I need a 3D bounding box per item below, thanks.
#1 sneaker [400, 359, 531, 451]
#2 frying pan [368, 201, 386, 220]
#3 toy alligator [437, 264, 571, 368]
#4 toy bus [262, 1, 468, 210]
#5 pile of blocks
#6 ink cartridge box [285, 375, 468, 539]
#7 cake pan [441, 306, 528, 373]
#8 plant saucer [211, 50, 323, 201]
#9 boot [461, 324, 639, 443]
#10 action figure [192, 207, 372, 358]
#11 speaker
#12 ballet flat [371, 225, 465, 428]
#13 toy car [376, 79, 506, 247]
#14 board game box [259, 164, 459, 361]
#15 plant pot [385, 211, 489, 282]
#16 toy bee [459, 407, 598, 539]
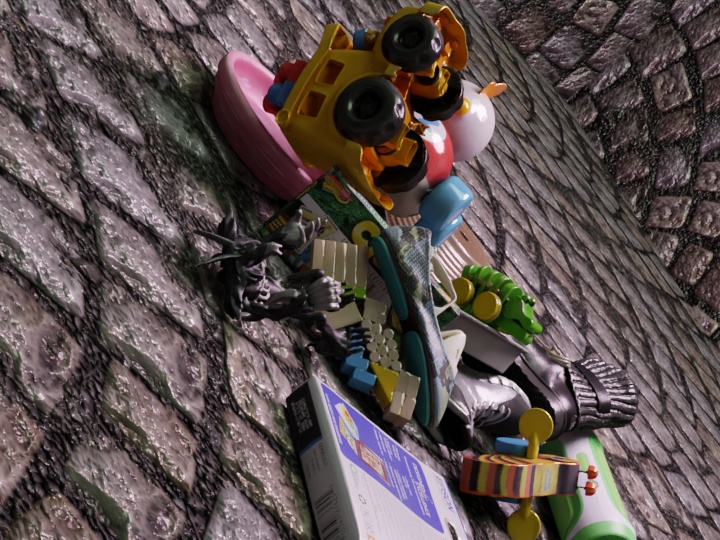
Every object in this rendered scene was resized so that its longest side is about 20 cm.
[{"bbox_3d":[0.114,0.157,1.779,0.199,0.075,0.116,30,30,-32],"label":"sneaker"},{"bbox_3d":[0.011,-0.067,1.841,0.191,0.031,0.115,57,13,-5],"label":"frying pan"},{"bbox_3d":[0.155,0.038,1.754,0.199,0.055,0.059,29,0,39],"label":"toy alligator"},{"bbox_3d":[-0.005,-0.191,1.751,0.191,0.201,0.136,23,-15,27],"label":"toy bus"},{"bbox_3d":[-0.008,0.068,1.650,0.202,0.081,0.062,68,-24,17],"label":"pile of blocks"},{"bbox_3d":[0.026,0.212,1.437,0.200,0.047,0.198,43,17,-37],"label":"ink cartridge box"},{"bbox_3d":[0.089,0.055,1.825,0.199,0.037,0.200,29,-1,1],"label":"cake pan"},{"bbox_3d":[-0.097,-0.149,1.853,0.201,0.051,0.201,47,17,-19],"label":"plant saucer"},{"bbox_3d":[0.215,0.110,1.958,0.157,0.080,0.212,-10,57,-41],"label":"boot"},{"bbox_3d":[-0.064,0.004,1.521,0.200,0.101,0.120,36,34,-51],"label":"action figure"},{"bbox_3d":[0.255,0.261,1.911,0.088,0.088,0.201,43,18,-29],"label":"speaker"},{"bbox_3d":[0.069,0.051,1.654,0.074,0.073,0.202,-14,90,-73],"label":"ballet flat"},{"bbox_3d":[0.091,-0.162,1.913,0.185,0.200,0.177,47,-13,8],"label":"toy car"},{"bbox_3d":[0.000,0.000,1.706,0.200,0.105,0.023,48,14,-13],"label":"board game box"},{"bbox_3d":[0.090,-0.015,2.026,0.201,0.092,0.201,47,18,-19],"label":"plant pot"},{"bbox_3d":[0.189,0.206,1.757,0.200,0.108,0.132,-35,125,-54],"label":"toy bee"}]
